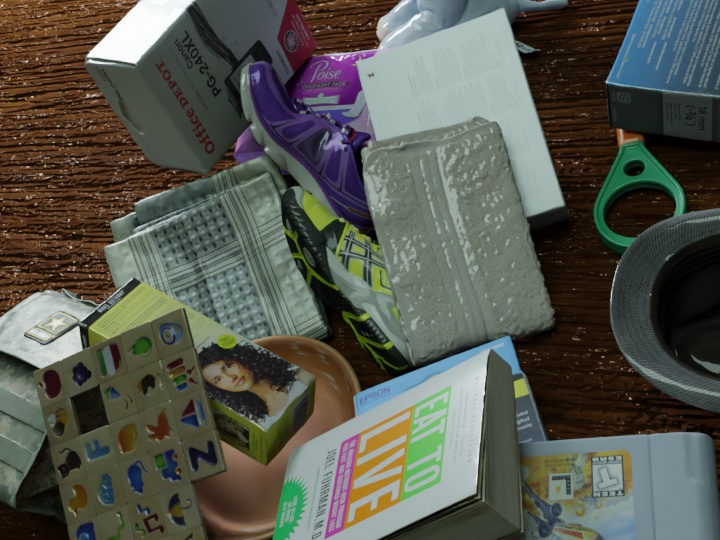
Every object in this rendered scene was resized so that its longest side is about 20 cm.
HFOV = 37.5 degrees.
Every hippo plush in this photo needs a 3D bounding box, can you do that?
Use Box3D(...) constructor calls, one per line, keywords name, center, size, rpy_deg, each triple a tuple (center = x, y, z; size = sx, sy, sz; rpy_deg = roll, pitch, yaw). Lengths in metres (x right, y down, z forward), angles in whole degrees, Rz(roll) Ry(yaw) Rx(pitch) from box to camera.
Box3D(name="hippo plush", center=(0.080, -0.294, 1.113), size=(0.199, 0.161, 0.160), rpy_deg=(15, 62, 36))

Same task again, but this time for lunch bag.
Box3D(name="lunch bag", center=(-0.290, 0.117, 0.992), size=(0.163, 0.118, 0.201), rpy_deg=(15, 73, 36))

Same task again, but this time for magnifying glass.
Box3D(name="magnifying glass", center=(0.249, -0.095, 0.960), size=(0.079, 0.022, 0.201), rpy_deg=(-11, 51, 20))

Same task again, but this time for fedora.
Box3D(name="fedora", center=(0.288, 0.044, 0.774), size=(0.199, 0.090, 0.178), rpy_deg=(-3, 54, 18))

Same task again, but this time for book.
Box3D(name="book", center=(0.021, 0.150, 0.746), size=(0.200, 0.048, 0.134), rpy_deg=(-32, 31, 31))

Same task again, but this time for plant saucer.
Box3D(name="plant saucer", center=(-0.084, 0.150, 0.924), size=(0.199, 0.038, 0.201), rpy_deg=(-14, 50, 17))

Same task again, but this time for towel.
Box3D(name="towel", center=(0.081, -0.029, 0.907), size=(0.132, 0.034, 0.201), rpy_deg=(-14, 77, -6))
Box3D(name="towel", center=(-0.142, 0.005, 1.019), size=(0.192, 0.035, 0.201), rpy_deg=(-22, 75, 10))

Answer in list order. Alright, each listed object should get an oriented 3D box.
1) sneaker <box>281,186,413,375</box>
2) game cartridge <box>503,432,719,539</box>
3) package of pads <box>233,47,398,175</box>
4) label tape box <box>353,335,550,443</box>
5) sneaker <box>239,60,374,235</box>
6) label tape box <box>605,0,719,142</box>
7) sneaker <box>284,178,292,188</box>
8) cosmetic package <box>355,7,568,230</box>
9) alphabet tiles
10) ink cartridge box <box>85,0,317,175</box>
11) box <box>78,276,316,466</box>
Box3D(name="sneaker", center=(0.000, 0.000, 0.957), size=(0.076, 0.075, 0.200), rpy_deg=(-34, 75, -18))
Box3D(name="game cartridge", center=(0.137, 0.177, 0.701), size=(0.199, 0.042, 0.134), rpy_deg=(-8, 46, 19))
Box3D(name="package of pads", center=(-0.032, -0.165, 1.115), size=(0.199, 0.076, 0.121), rpy_deg=(1, 73, 30))
Box3D(name="label tape box", center=(0.081, 0.164, 0.806), size=(0.143, 0.066, 0.201), rpy_deg=(-21, 45, 9))
Box3D(name="sneaker", center=(-0.038, -0.127, 1.029), size=(0.083, 0.200, 0.081), rpy_deg=(-36, 11, 22))
Box3D(name="label tape box", center=(0.337, -0.184, 0.946), size=(0.199, 0.063, 0.145), rpy_deg=(12, 58, 26))
Box3D(name="sneaker", center=(-0.152, -0.059, 1.102), size=(0.199, 0.082, 0.074), rpy_deg=(-15, 50, 19))
Box3D(name="cosmetic package", center=(0.093, -0.122, 0.984), size=(0.150, 0.052, 0.201), rpy_deg=(-17, 75, 11))
Box3D(name="alphabet tiles", center=(-0.182, 0.152, 0.856), size=(0.166, 0.008, 0.201), rpy_deg=(-22, 77, 24))
Box3D(name="ink cartridge box", center=(-0.152, -0.214, 1.046), size=(0.083, 0.146, 0.200), rpy_deg=(15, 59, 38))
Box3D(name="box", center=(-0.139, 0.082, 0.896), size=(0.199, 0.050, 0.075), rpy_deg=(25, 46, 20))
